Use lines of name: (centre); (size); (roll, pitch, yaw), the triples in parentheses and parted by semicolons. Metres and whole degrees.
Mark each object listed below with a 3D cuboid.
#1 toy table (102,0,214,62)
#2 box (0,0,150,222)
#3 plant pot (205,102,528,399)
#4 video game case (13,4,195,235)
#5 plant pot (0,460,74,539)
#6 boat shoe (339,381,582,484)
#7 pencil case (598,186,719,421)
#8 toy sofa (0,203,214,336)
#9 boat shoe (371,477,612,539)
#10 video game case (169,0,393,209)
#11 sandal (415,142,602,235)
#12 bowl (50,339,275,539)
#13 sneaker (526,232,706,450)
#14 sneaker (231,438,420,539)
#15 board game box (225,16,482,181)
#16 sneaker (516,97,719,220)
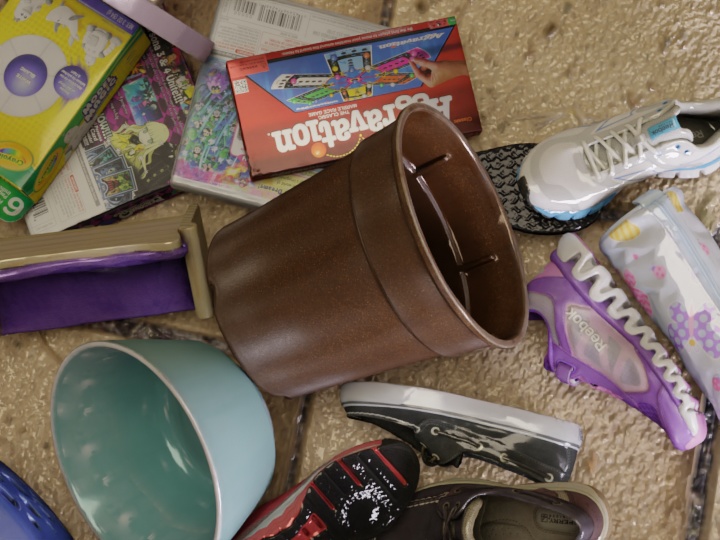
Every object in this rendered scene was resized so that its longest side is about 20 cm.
toy table: (-0.185, -0.274, 1.488); (0.199, 0.184, 0.117); (33, 93, -5)
box: (-0.284, -0.150, 1.523); (0.117, 0.048, 0.200); (32, 83, 14)
plant pot: (0.000, 0.000, 1.406); (0.198, 0.200, 0.201); (-24, 73, 24)
video game case: (-0.231, -0.141, 1.557); (0.181, 0.036, 0.201); (-24, 75, 0)
plant pot: (-0.298, 0.265, 1.387); (0.179, 0.200, 0.200); (35, 82, 8)
boat shoe: (0.077, 0.132, 1.436); (0.199, 0.069, 0.057); (11, 78, 7)
pencil case: (0.274, 0.031, 1.425); (0.083, 0.091, 0.200); (-33, 74, -2)
toy sofa: (-0.224, 0.009, 1.475); (0.199, 0.098, 0.083); (-7, 110, 5)
boat shoe: (0.094, 0.199, 1.397); (0.199, 0.065, 0.072); (-5, 85, 24)
video game case: (-0.044, -0.133, 1.519); (0.199, 0.024, 0.183); (15, 78, -3)
sandal: (0.103, -0.066, 1.494); (0.199, 0.045, 0.076); (2, 78, 9)
bowl: (-0.143, 0.134, 1.415); (0.105, 0.201, 0.201); (-24, 69, -41)
sneaker: (0.197, 0.070, 1.436); (0.088, 0.080, 0.200); (-37, 70, 4)
sneaker: (-0.046, 0.193, 1.428); (0.200, 0.087, 0.074); (-36, 108, -6)
board game box: (-0.005, -0.145, 1.503); (0.199, 0.019, 0.104); (-12, 82, -7)
sneaker: (0.219, -0.103, 1.437); (0.199, 0.087, 0.075); (-20, 78, -17)
